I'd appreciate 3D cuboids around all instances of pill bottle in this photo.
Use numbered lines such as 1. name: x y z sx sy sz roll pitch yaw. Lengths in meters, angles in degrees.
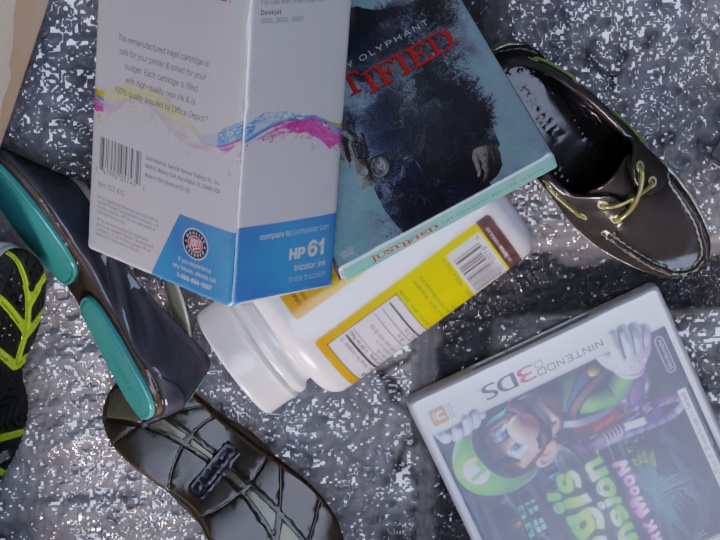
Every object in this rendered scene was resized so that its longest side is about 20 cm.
1. pill bottle: 0.000 0.000 1.291 0.200 0.109 0.109 -36 102 3

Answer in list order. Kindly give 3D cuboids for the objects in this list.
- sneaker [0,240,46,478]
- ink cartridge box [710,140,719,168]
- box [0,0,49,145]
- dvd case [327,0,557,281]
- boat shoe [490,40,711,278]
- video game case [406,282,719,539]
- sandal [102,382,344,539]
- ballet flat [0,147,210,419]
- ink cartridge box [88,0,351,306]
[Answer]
1. sneaker: -0.256 0.068 1.314 0.076 0.075 0.200 25 106 25
2. ink cartridge box: 0.314 -0.126 1.271 0.086 0.146 0.200 26 99 -11
3. box: -0.259 -0.128 1.243 0.095 0.078 0.200 26 101 23
4. dvd case: 0.010 -0.109 1.254 0.146 0.022 0.200 -28 62 2
5. boat shoe: 0.149 -0.063 1.314 0.201 0.061 0.072 42 96 -11
6. video game case: 0.152 0.134 1.375 0.182 0.023 0.200 -25 103 1
7. sandal: -0.086 0.144 1.347 0.200 0.055 0.082 41 90 3
8. ballet flat: -0.159 -0.002 1.303 0.073 0.073 0.200 -33 91 3
9. ink cartridge box: -0.084 -0.097 1.206 0.085 0.144 0.200 -11 113 -41
